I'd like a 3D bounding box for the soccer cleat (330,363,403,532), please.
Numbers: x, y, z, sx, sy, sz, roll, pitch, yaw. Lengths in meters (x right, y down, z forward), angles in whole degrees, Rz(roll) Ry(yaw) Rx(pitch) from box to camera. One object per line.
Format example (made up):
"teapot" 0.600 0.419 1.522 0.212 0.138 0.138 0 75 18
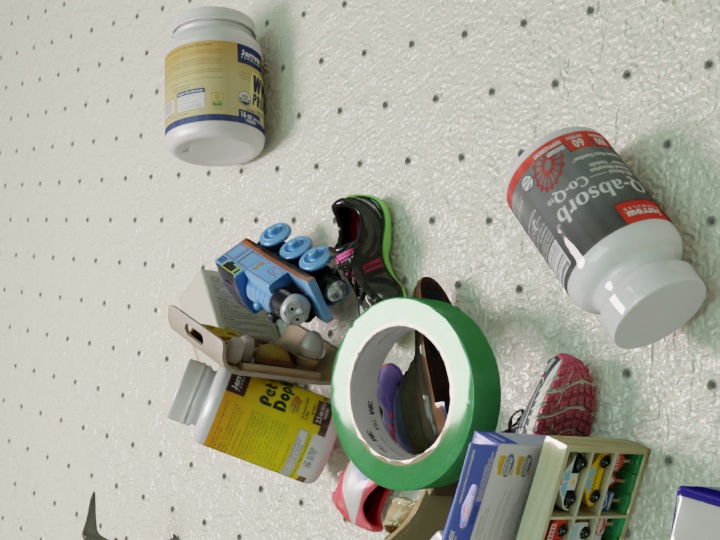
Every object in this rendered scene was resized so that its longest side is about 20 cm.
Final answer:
"soccer cleat" 0.023 0.207 1.249 0.076 0.067 0.200 29 107 40

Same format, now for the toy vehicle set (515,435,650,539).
"toy vehicle set" 0.193 0.251 0.985 0.027 0.124 0.200 22 100 50

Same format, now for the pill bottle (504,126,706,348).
"pill bottle" 0.228 -0.032 1.005 0.116 0.116 0.200 -53 48 30

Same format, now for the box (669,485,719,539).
"box" 0.345 0.224 0.748 0.184 0.200 0.105 9 89 51

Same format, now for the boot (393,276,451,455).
"boot" 0.066 0.113 1.203 0.097 0.075 0.200 -26 65 41

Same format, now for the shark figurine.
"shark figurine" -0.315 0.416 1.584 0.090 0.214 0.128 -59 -7 -33

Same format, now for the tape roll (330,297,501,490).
"tape roll" 0.054 0.129 1.127 0.200 0.048 0.201 -5 83 43

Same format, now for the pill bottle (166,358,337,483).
"pill bottle" -0.131 0.180 1.315 0.109 0.200 0.109 -158 90 -84

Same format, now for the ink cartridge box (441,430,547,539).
"ink cartridge box" 0.147 0.211 0.989 0.042 0.200 0.119 24 101 49

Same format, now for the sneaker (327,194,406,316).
"sneaker" 0.000 0.000 1.296 0.077 0.084 0.200 -35 57 42

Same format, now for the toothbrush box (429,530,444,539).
"toothbrush box" 0.112 0.386 1.086 0.146 0.085 0.200 -56 46 28

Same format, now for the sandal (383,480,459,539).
"sandal" 0.067 0.269 1.189 0.212 0.078 0.070 -60 23 20

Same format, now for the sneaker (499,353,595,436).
"sneaker" 0.167 0.173 1.067 0.075 0.081 0.200 36 111 49

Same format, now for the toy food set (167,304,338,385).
"toy food set" -0.127 0.084 1.340 0.143 0.200 0.060 27 100 49

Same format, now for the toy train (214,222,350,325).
"toy train" -0.099 0.012 1.380 0.114 0.087 0.200 -38 35 -17

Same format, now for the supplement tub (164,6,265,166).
"supplement tub" -0.212 -0.265 1.554 0.144 0.144 0.200 -18 70 47

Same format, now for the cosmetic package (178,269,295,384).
"cosmetic package" -0.169 0.102 1.466 0.073 0.103 0.200 -48 49 34
